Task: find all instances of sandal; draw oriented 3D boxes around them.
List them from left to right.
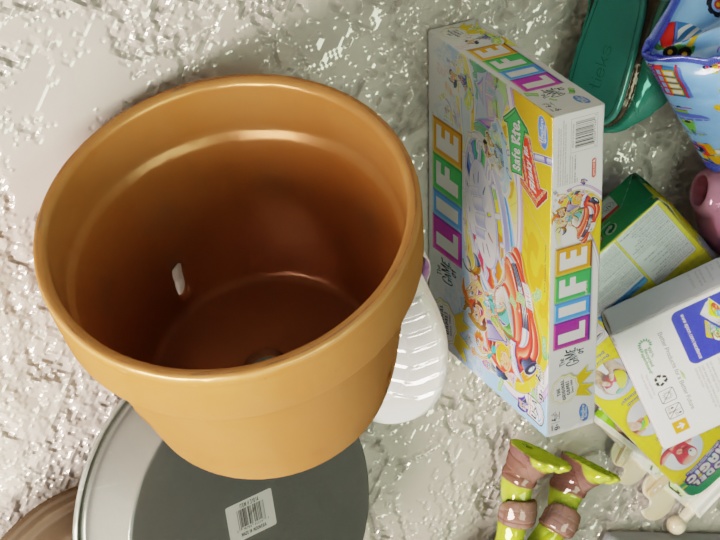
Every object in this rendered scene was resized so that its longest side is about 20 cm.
[{"bbox_3d":[0.007,0.000,1.330,0.050,0.082,0.203,-62,144,-48],"label":"sandal"}]

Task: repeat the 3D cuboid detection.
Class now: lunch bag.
[{"bbox_3d":[0.249,-0.171,1.339,0.151,0.094,0.200,46,60,-59],"label":"lunch bag"}]

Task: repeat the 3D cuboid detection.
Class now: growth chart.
[{"bbox_3d":[0.215,0.079,1.523,0.145,0.018,0.200,-39,129,-7],"label":"growth chart"}]

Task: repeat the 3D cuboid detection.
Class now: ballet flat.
[{"bbox_3d":[0.170,-0.176,1.338,0.070,0.067,0.200,-14,125,-53],"label":"ballet flat"}]

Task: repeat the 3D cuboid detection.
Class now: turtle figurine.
[{"bbox_3d":[0.107,0.195,1.490,0.200,0.064,0.162,19,97,-28],"label":"turtle figurine"}]

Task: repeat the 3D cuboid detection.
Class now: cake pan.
[{"bbox_3d":[-0.072,0.139,1.330,0.200,0.037,0.201,-9,104,-39],"label":"cake pan"}]

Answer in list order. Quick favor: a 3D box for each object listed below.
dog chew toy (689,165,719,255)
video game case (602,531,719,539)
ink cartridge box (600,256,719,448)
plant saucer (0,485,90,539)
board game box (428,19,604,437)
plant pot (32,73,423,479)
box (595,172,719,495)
[{"bbox_3d":[0.297,-0.031,1.453,0.200,0.125,0.125,10,110,-21],"label":"dog chew toy"},{"bbox_3d":[0.223,0.267,1.626,0.200,0.022,0.183,5,112,-34],"label":"video game case"},{"bbox_3d":[0.253,0.026,1.394,0.200,0.037,0.095,-24,121,7],"label":"ink cartridge box"},{"bbox_3d":[-0.144,0.221,1.327,0.200,0.029,0.201,-6,99,-42],"label":"plant saucer"},{"bbox_3d":[0.085,-0.025,1.313,0.034,0.134,0.200,-15,121,-24],"label":"board game box"},{"bbox_3d":[-0.059,0.015,1.225,0.200,0.200,0.140,-31,143,-14],"label":"plant pot"},{"bbox_3d":[0.191,0.045,1.445,0.117,0.048,0.200,-41,119,6],"label":"box"}]
